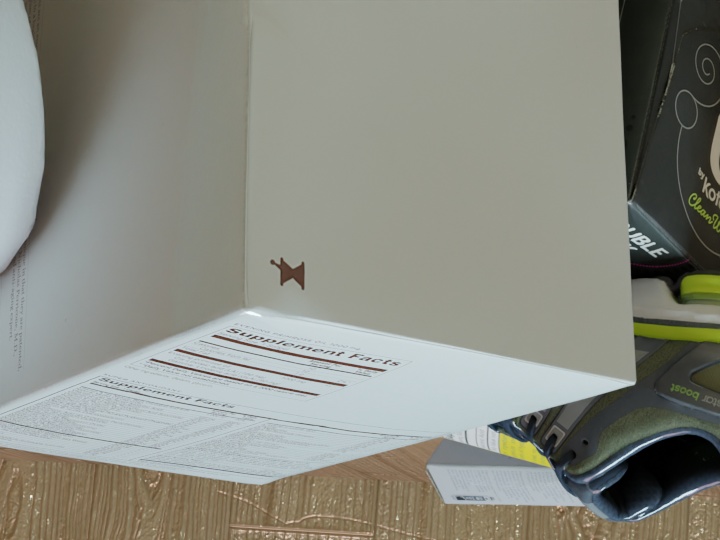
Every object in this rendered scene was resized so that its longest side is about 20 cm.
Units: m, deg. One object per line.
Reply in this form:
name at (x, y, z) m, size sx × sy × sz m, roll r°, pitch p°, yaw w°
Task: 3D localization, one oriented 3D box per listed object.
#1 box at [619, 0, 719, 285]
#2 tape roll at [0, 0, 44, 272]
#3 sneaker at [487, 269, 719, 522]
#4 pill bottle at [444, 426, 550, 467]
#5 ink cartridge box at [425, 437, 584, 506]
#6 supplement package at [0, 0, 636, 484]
box at (0.077, -0.035, 0.745) m, size 0.199 × 0.125 × 0.148 m, roll -6°, pitch 148°, yaw 41°
tape roll at (-0.190, -0.070, 0.564) m, size 0.202 × 0.203 × 0.071 m, roll -8°, pitch -162°, yaw 47°
sneaker at (0.079, 0.048, 0.669) m, size 0.199 × 0.081 × 0.074 m, roll -5°, pitch 148°, yaw 40°
pill bottle at (0.085, 0.046, 1.010) m, size 0.199 × 0.112 × 0.111 m, roll 15°, pitch 171°, yaw 13°
ink cartridge box at (0.170, 0.079, 1.206) m, size 0.199 × 0.200 × 0.041 m, roll -5°, pitch 124°, yaw 41°
supplement package at (-0.031, -0.043, 0.605) m, size 0.147 × 0.192 × 0.200 m, roll 13°, pitch 160°, yaw -35°
